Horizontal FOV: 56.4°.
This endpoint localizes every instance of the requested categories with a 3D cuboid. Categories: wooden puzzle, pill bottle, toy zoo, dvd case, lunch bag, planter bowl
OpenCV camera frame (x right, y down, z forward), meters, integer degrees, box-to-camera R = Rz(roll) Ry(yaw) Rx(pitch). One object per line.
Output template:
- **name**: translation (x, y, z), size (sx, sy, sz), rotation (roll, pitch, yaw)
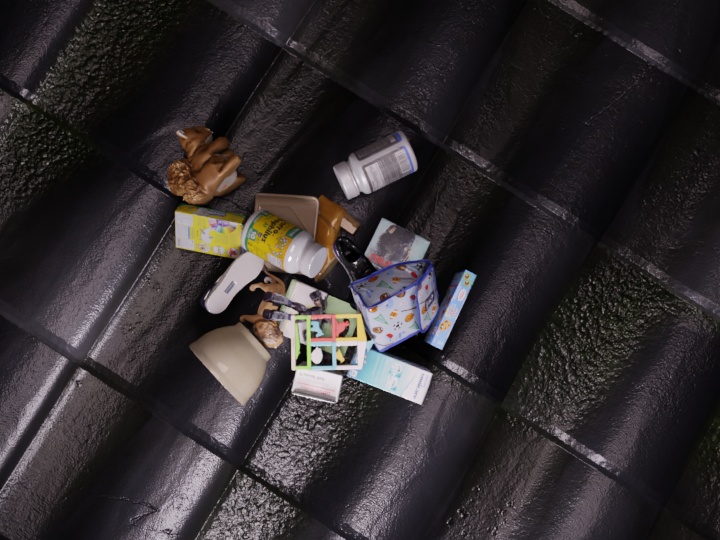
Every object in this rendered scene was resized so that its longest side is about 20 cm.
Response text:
- **wooden puzzle**: translation (-0.197, -0.095, 1.745), size (0.184, 0.037, 0.202), rotation (5, 92, 20)
- **pill bottle**: translation (0.037, -0.269, 1.740), size (0.199, 0.114, 0.114), rotation (-25, 87, -2)
- **pill bottle**: translation (-0.186, -0.062, 1.662), size (0.199, 0.113, 0.113), rotation (27, 87, 18)
- **toy zoo**: translation (-0.065, 0.169, 1.594), size (0.198, 0.020, 0.132), rotation (-2, 85, 2)
- **dvd case**: translation (0.075, -0.016, 1.730), size (0.145, 0.022, 0.201), rotation (27, 86, 1)
- **lunch bag**: translation (0.098, 0.077, 1.622), size (0.199, 0.171, 0.124), rotation (-25, 44, -12)
- **planter bowl**: translation (-0.310, 0.215, 1.676), size (0.135, 0.200, 0.200), rotation (-43, 88, -13)

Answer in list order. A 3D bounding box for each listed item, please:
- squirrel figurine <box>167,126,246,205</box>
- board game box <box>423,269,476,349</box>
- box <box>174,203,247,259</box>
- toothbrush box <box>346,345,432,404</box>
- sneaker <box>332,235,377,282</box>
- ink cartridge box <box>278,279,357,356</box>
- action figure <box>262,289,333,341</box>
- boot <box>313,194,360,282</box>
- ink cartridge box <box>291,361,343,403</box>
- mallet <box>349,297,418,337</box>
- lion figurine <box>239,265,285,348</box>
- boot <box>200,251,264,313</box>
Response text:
- **squirrel figurine**: translation (-0.420, -0.274, 1.730), size (0.200, 0.142, 0.187), rotation (-40, 81, -5)
- **board game box**: translation (0.224, 0.098, 1.699), size (0.036, 0.151, 0.201), rotation (26, 87, 0)
- **box**: translation (-0.374, -0.098, 1.731), size (0.199, 0.048, 0.118), rotation (13, 127, 2)
- **toothbrush box**: translation (0.071, 0.254, 1.692), size (0.199, 0.146, 0.086), rotation (20, 87, 0)
- **sneaker**: translation (0.000, 0.000, 1.671), size (0.076, 0.088, 0.200), rotation (-41, 90, -4)
- **ink cartridge box**: translation (-0.112, 0.127, 1.749), size (0.199, 0.048, 0.146), rotation (22, 86, 4)
- **action figure**: translation (-0.145, 0.108, 1.667), size (0.199, 0.069, 0.131), rotation (15, 71, -34)
- **boot**: translation (-0.107, -0.085, 1.757), size (0.144, 0.071, 0.202), rotation (33, 84, 8)
- **ink cartridge box**: translation (-0.103, 0.274, 1.662), size (0.116, 0.200, 0.068), rotation (13, 86, 0)
- **mallet**: translation (0.071, 0.106, 1.758), size (0.199, 0.041, 0.066), rotation (26, 71, -7)
- **lion figurine**: translation (-0.230, 0.091, 1.701), size (0.122, 0.072, 0.201), rotation (8, 83, 36)
- **boot**: translation (-0.336, 0.023, 1.735), size (0.200, 0.090, 0.073), rotation (-48, 113, -16)
